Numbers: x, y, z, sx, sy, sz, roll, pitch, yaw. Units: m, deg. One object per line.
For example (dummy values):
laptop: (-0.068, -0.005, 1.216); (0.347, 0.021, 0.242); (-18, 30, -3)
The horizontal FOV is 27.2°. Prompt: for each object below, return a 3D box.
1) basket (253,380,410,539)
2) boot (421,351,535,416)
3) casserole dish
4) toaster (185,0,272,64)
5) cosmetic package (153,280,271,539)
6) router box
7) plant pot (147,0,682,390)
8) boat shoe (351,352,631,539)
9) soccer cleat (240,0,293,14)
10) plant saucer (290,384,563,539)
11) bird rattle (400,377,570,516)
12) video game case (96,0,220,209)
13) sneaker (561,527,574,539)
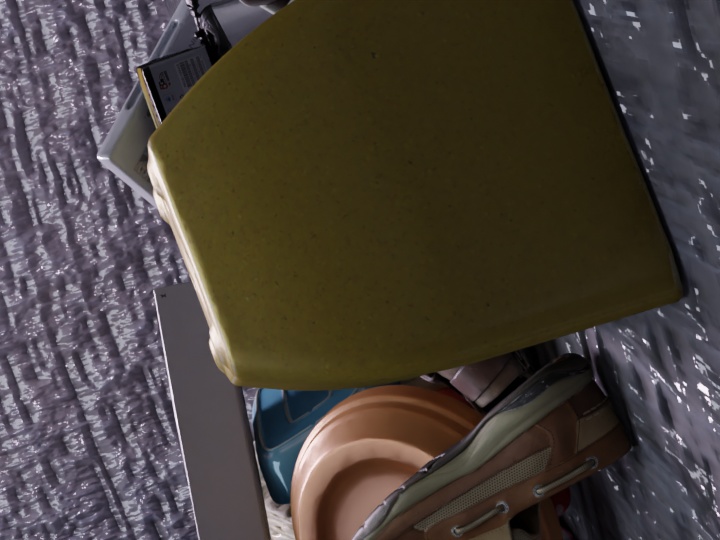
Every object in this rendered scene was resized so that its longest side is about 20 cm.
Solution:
basket: (-0.004, 0.168, 1.192); (0.135, 0.200, 0.124); (14, 136, 43)
boot: (0.067, 0.043, 0.987); (0.146, 0.070, 0.200); (45, -167, 21)
casserole dish: (-0.030, 0.100, 1.100); (0.039, 0.121, 0.200); (54, -176, -15)
toaster: (-0.045, -0.120, 1.169); (0.201, 0.118, 0.182); (78, 168, -49)
cosmetic package: (-0.105, 0.114, 1.077); (0.083, 0.050, 0.202); (86, 172, -71)
router box: (-0.114, -0.070, 1.145); (0.157, 0.052, 0.202); (-145, 36, -78)
plant pot: (0.006, -0.035, 0.724); (0.196, 0.198, 0.196); (133, 116, -82)
boat shoe: (0.069, 0.131, 0.844); (0.074, 0.200, 0.076); (50, -150, 7)
soccer cleat: (-0.061, -0.239, 1.088); (0.070, 0.086, 0.201); (79, 169, -51)
plant saucer: (0.033, 0.174, 0.946); (0.037, 0.199, 0.202); (-27, -81, -54)
bird rattle: (0.056, 0.129, 1.030); (0.112, 0.199, 0.164); (35, -133, -29)
video game case: (-0.116, -0.119, 1.285); (0.024, 0.183, 0.200); (10, 157, 42)
sneaker: (0.099, 0.197, 1.088); (0.200, 0.087, 0.082); (-122, 14, -58)
